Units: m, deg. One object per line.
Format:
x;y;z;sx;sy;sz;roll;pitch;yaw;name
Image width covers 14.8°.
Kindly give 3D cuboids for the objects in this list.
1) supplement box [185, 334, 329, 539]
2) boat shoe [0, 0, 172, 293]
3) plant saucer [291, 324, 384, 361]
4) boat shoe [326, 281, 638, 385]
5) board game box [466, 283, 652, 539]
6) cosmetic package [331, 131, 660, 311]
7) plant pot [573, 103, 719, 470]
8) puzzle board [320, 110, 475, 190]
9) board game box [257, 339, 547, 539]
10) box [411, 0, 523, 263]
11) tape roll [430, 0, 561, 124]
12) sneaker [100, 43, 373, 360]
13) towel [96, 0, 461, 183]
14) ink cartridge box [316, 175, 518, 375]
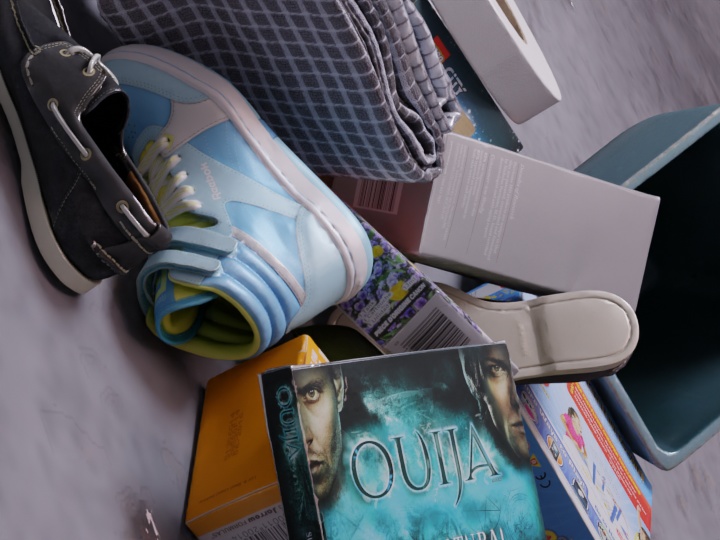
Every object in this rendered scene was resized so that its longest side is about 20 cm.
-0.009;0.153;1.547;0.200;0.073;0.126;53;23;-30;supplement box
-0.153;-0.089;1.488;0.072;0.067;0.201;21;45;-60;boat shoe
0.037;0.100;1.651;0.200;0.031;0.200;48;-4;4;plant saucer
0.075;0.050;1.768;0.063;0.199;0.073;106;-19;-70;boat shoe
0.129;0.126;1.891;0.200;0.056;0.196;59;17;-17;board game box
0.086;-0.034;1.794;0.199;0.107;0.091;12;89;-41;cosmetic package
0.205;0.001;2.062;0.197;0.196;0.200;58;-16;-18;plant pot
-0.025;-0.109;1.775;0.151;0.017;0.200;-49;121;-19;puzzle board
0.027;0.111;1.494;0.200;0.028;0.136;-5;82;-53;board game box
0.008;-0.112;1.835;0.137;0.038;0.200;-46;118;-22;box
0.074;-0.195;1.918;0.203;0.037;0.203;57;10;-16;tape roll
-0.100;-0.034;1.541;0.200;0.080;0.131;41;51;11;sneaker
-0.049;-0.131;1.608;0.200;0.165;0.086;59;45;-47;towel
0.000;0.000;1.658;0.200;0.050;0.109;45;1;41;ink cartridge box
